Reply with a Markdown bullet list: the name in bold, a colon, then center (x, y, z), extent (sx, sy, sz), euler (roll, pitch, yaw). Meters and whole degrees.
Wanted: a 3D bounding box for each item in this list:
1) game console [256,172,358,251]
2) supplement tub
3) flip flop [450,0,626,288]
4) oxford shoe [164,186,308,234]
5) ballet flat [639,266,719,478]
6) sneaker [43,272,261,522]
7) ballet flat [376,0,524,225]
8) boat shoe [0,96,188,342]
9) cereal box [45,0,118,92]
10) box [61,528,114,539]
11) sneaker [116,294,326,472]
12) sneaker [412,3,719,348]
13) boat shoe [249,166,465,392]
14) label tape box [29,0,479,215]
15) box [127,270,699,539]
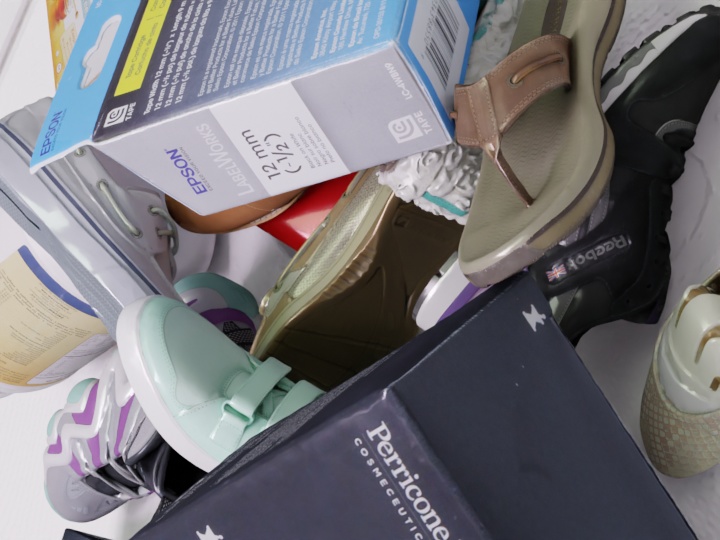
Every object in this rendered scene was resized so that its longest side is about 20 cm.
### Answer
- **game console**: center (-0.010, -0.122, 1.042), extent (0.173, 0.118, 0.201), euler (-96, 30, -73)
- **supplement tub**: center (-0.199, -0.009, 1.144), extent (0.199, 0.143, 0.146), euler (-31, 57, 42)
- **flip flop**: center (0.069, -0.077, 0.777), extent (0.081, 0.057, 0.201), euler (-28, 37, 46)
- **oxford shoe**: center (-0.053, -0.063, 0.946), extent (0.072, 0.071, 0.199), euler (53, 138, -5)
- **ballet flat**: center (0.165, 0.007, 0.748), extent (0.201, 0.062, 0.068), euler (-53, 44, 28)
- **sneaker**: center (-0.123, 0.110, 1.047), extent (0.201, 0.077, 0.141), euler (-53, 29, 29)
- **ballet flat**: center (0.071, -0.101, 0.883), extent (0.071, 0.072, 0.201), euler (-12, 41, 49)
- **boat shoe**: center (-0.132, -0.019, 0.992), extent (0.200, 0.067, 0.074), euler (47, 161, 10)
- **cereal box**: center (-0.144, -0.212, 1.218), extent (0.200, 0.039, 0.145), euler (-37, 53, 39)
- **box**: center (-0.153, 0.233, 1.027), extent (0.200, 0.051, 0.159), euler (170, 116, -73)
- **sneaker**: center (-0.020, 0.066, 0.892), extent (0.118, 0.200, 0.074), euler (-39, 10, 35)
- **sneaker**: center (0.119, -0.024, 0.828), extent (0.087, 0.076, 0.200), euler (43, 106, 12)
- **boat shoe**: center (-0.002, -0.001, 0.959), extent (0.202, 0.073, 0.063), euler (-58, 30, 22)
- **label tape box**: center (-0.046, -0.103, 0.858), extent (0.198, 0.066, 0.144), euler (-16, 40, 27)
- **box**: center (0.032, 0.141, 0.764), extent (0.199, 0.117, 0.198), euler (-34, 90, 41)
